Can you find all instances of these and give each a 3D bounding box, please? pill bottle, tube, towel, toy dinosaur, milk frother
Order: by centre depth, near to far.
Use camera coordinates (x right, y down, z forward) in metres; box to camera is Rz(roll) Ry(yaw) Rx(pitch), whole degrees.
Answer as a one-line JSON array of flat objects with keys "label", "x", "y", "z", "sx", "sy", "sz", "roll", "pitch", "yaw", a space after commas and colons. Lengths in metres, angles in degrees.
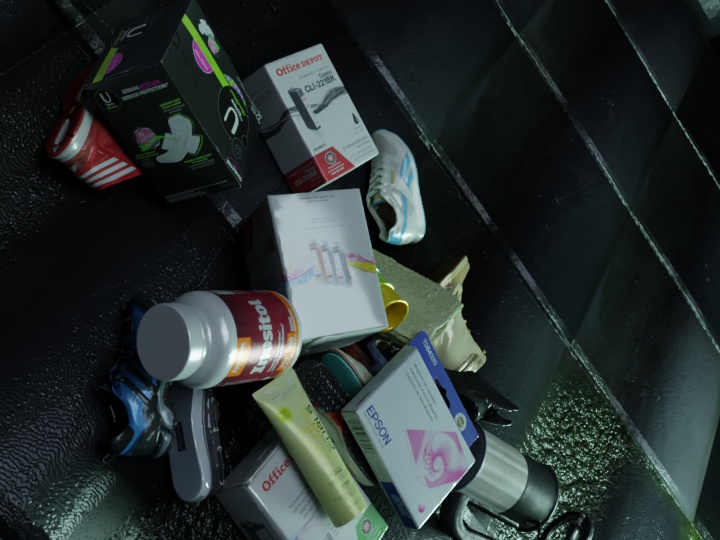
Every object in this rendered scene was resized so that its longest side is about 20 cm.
[{"label": "pill bottle", "x": -0.167, "y": 0.081, "z": 1.041, "sx": 0.199, "sy": 0.112, "sz": 0.115, "roll": 0, "pitch": 72, "yaw": -58}, {"label": "tube", "x": -0.062, "y": 0.227, "z": 1.104, "sx": 0.202, "sy": 0.051, "sz": 0.058, "roll": 60, "pitch": 3, "yaw": 2}, {"label": "toy dinosaur", "x": 0.021, "y": 0.196, "z": 1.322, "sx": 0.196, "sy": 0.105, "sz": 0.185, "roll": 14, "pitch": 70, "yaw": -1}, {"label": "towel", "x": 0.048, "y": 0.041, "z": 1.338, "sx": 0.198, "sy": 0.037, "sz": 0.148, "roll": 29, "pitch": 43, "yaw": 17}, {"label": "milk frother", "x": 0.238, "y": 0.349, "z": 1.352, "sx": 0.187, "sy": 0.198, "sz": 0.183, "roll": 32, "pitch": 58, "yaw": -29}]

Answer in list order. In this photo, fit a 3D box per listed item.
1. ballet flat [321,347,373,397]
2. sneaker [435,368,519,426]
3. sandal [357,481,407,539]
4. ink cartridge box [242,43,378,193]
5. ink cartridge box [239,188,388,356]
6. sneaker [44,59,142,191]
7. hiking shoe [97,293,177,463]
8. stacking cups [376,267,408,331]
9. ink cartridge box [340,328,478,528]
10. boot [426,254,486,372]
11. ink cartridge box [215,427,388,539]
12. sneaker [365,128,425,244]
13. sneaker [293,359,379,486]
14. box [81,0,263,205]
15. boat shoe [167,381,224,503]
[{"label": "ballet flat", "x": 0.009, "y": 0.191, "z": 1.246, "sx": 0.202, "sy": 0.067, "sz": 0.062, "roll": 60, "pitch": 35, "yaw": -6}, {"label": "sneaker", "x": 0.151, "y": 0.188, "z": 1.386, "sx": 0.198, "sy": 0.061, "sz": 0.104, "roll": 32, "pitch": 21, "yaw": 24}, {"label": "sandal", "x": 0.008, "y": 0.312, "z": 1.251, "sx": 0.074, "sy": 0.048, "sz": 0.204, "roll": -8, "pitch": 77, "yaw": -40}, {"label": "ink cartridge box", "x": -0.081, "y": -0.236, "z": 1.366, "sx": 0.144, "sy": 0.083, "sz": 0.202, "roll": -35, "pitch": 97, "yaw": -44}, {"label": "ink cartridge box", "x": -0.069, "y": 0.008, "z": 1.213, "sx": 0.142, "sy": 0.145, "sz": 0.204, "roll": -6, "pitch": 78, "yaw": -27}, {"label": "sneaker", "x": -0.330, "y": -0.186, "z": 1.136, "sx": 0.116, "sy": 0.077, "sz": 0.203, "roll": 52, "pitch": 42, "yaw": -40}, {"label": "hiking shoe", "x": -0.271, "y": 0.124, "z": 1.045, "sx": 0.086, "sy": 0.074, "sz": 0.204, "roll": 6, "pitch": 69, "yaw": -42}, {"label": "stacking cups", "x": 0.000, "y": 0.000, "z": 1.294, "sx": 0.060, "sy": 0.061, "sz": 0.201, "roll": 7, "pitch": 37, "yaw": -41}, {"label": "ink cartridge box", "x": 0.086, "y": 0.217, "z": 1.218, "sx": 0.200, "sy": 0.043, "sz": 0.199, "roll": -40, "pitch": 109, "yaw": -35}, {"label": "boot", "x": 0.161, "y": 0.085, "z": 1.473, "sx": 0.156, "sy": 0.072, "sz": 0.201, "roll": 50, "pitch": 48, "yaw": -15}, {"label": "ink cartridge box", "x": -0.076, "y": 0.316, "z": 1.145, "sx": 0.202, "sy": 0.087, "sz": 0.145, "roll": 57, "pitch": 44, "yaw": -12}, {"label": "sneaker", "x": 0.049, "y": -0.143, "z": 1.459, "sx": 0.080, "sy": 0.076, "sz": 0.204, "roll": -6, "pitch": 76, "yaw": -42}, {"label": "sneaker", "x": -0.043, "y": 0.217, "z": 1.208, "sx": 0.201, "sy": 0.093, "sz": 0.070, "roll": 53, "pitch": 48, "yaw": -10}, {"label": "box", "x": -0.234, "y": -0.216, "z": 1.125, "sx": 0.150, "sy": 0.122, "sz": 0.201, "roll": -80, "pitch": 151, "yaw": -42}, {"label": "boat shoe", "x": -0.205, "y": 0.186, "z": 1.094, "sx": 0.066, "sy": 0.069, "sz": 0.204, "roll": 13, "pitch": 61, "yaw": -58}]
